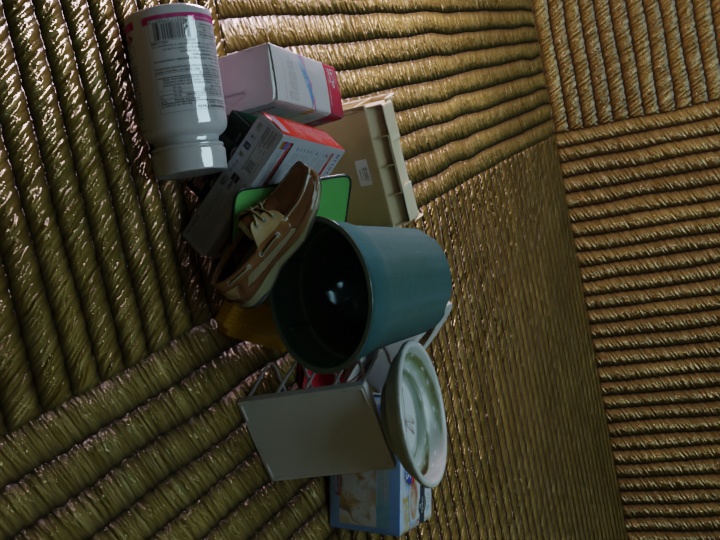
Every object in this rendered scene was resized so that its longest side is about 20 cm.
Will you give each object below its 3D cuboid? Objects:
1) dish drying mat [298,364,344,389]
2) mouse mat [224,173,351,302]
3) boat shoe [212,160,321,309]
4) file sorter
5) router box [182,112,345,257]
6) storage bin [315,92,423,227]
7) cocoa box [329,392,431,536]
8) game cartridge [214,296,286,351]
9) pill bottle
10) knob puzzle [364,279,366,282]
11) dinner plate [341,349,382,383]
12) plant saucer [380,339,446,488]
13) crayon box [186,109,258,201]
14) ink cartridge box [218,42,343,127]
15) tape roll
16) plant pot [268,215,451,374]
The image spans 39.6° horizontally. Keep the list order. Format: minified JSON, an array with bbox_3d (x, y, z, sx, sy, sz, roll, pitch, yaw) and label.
[{"bbox_3d":[-0.049,0.192,1.637,0.200,0.018,0.078,45,44,-51],"label":"dish drying mat"},{"bbox_3d":[-0.096,-0.045,1.354,0.197,0.007,0.164,-11,120,-38],"label":"mouse mat"},{"bbox_3d":[-0.121,-0.047,1.272,0.073,0.075,0.203,26,95,-41],"label":"boat shoe"},{"bbox_3d":[-0.048,0.199,1.434,0.125,0.196,0.141,-62,136,-57],"label":"file sorter"},{"bbox_3d":[-0.130,-0.108,1.372,0.049,0.201,0.179,41,16,20],"label":"router box"},{"bbox_3d":[-0.011,-0.164,1.614,0.093,0.195,0.204,-34,113,-57],"label":"storage bin"},{"bbox_3d":[0.033,0.309,1.616,0.131,0.131,0.205,-2,92,-64],"label":"cocoa box"},{"bbox_3d":[-0.110,0.012,1.423,0.176,0.032,0.203,23,94,-60],"label":"game cartridge"},{"bbox_3d":[-0.229,-0.223,1.266,0.113,0.111,0.205,-11,93,-64],"label":"pill bottle"},{"bbox_3d":[0.000,0.000,1.555,0.031,0.217,0.221,56,33,-18],"label":"knob puzzle"},{"bbox_3d":[0.024,0.124,1.634,0.024,0.202,0.200,39,24,12],"label":"dinner plate"},{"bbox_3d":[0.068,0.201,1.391,0.200,0.049,0.205,-11,90,-70],"label":"plant saucer"},{"bbox_3d":[-0.143,-0.149,1.415,0.051,0.128,0.199,41,17,19],"label":"crayon box"},{"bbox_3d":[-0.134,-0.252,1.438,0.199,0.145,0.088,3,77,-65],"label":"ink cartridge box"},{"bbox_3d":[0.085,0.125,1.720,0.037,0.205,0.202,37,24,12],"label":"tape roll"},{"bbox_3d":[0.009,0.023,1.353,0.194,0.198,0.205,-7,89,-46],"label":"plant pot"}]
